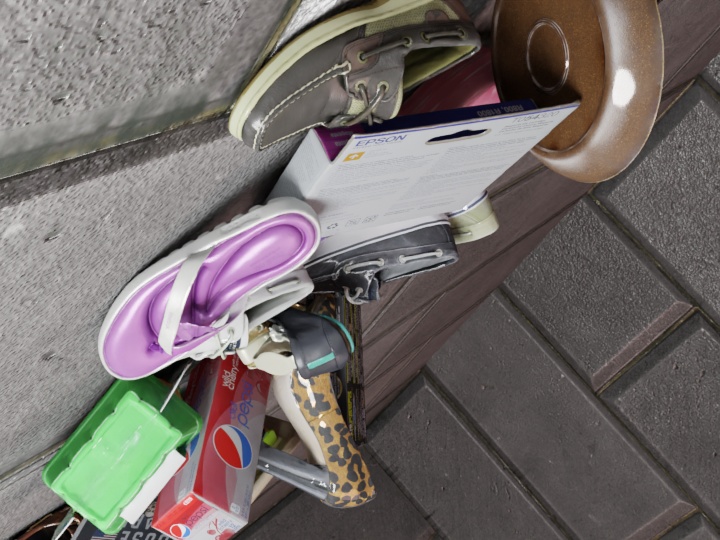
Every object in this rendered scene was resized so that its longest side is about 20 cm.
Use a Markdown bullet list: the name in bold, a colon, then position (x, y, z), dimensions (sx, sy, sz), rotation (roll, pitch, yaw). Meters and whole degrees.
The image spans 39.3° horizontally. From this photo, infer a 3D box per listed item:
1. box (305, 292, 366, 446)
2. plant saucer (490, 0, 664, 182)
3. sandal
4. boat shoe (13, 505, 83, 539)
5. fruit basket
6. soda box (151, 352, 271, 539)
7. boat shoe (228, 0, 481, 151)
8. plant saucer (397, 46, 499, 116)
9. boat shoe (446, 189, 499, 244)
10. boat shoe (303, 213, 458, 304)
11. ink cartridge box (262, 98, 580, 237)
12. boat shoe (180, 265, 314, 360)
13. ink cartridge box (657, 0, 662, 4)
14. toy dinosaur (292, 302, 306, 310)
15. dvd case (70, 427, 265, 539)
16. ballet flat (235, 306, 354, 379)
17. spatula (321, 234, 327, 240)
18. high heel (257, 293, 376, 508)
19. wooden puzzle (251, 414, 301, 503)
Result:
- **box**: position (-0.027, 0.098, 1.134), dimensions (0.044, 0.203, 0.160), rotation (-4, 173, 7)
- **plant saucer**: position (0.153, -0.166, 0.773), dimensions (0.032, 0.202, 0.201), rotation (-12, 157, -22)
- **sandal**: position (-0.114, 0.020, 0.742), dimensions (0.202, 0.050, 0.082), rotation (-39, 131, 10)
- **boat shoe**: position (-0.328, 0.302, 1.103), dimensions (0.199, 0.071, 0.070), rotation (-31, 169, -48)
- **fruit basket**: position (-0.210, 0.163, 0.935), dimensions (0.186, 0.093, 0.200), rotation (-51, 180, -6)
- **soda box**: position (-0.137, 0.161, 0.957), dimensions (0.070, 0.063, 0.201), rotation (-42, -154, 29)
- **boat shoe**: position (0.005, -0.130, 0.660), dimensions (0.200, 0.066, 0.072), rotation (-37, 169, -29)
- **plant saucer**: position (0.081, -0.139, 0.955), dimensions (0.200, 0.051, 0.201), rotation (-42, 170, -9)
- **boat shoe**: position (0.068, -0.047, 1.079), dimensions (0.072, 0.063, 0.199), rotation (-36, -169, -31)
- **boat shoe**: position (0.000, 0.000, 0.997), dimensions (0.197, 0.069, 0.072), rotation (-19, 165, -1)
- **ink cartridge box**: position (0.038, -0.087, 0.783), dimensions (0.194, 0.044, 0.200), rotation (-12, 164, -27)
- **boat shoe**: position (-0.120, 0.039, 0.859), dimensions (0.199, 0.067, 0.074), rotation (-38, 168, -28)
- **ink cartridge box**: position (0.267, -0.305, 0.905), dimensions (0.200, 0.083, 0.147), rotation (-45, 170, 6)
- **toy dinosaur**: position (-0.110, 0.094, 1.195), dimensions (0.105, 0.061, 0.201), rotation (3, 132, -42)
- **dvd case**: position (-0.194, 0.227, 0.994), dimensions (0.201, 0.148, 0.025), rotation (-66, 146, -47)
- **ballet flat**: position (-0.080, 0.063, 0.944), dimensions (0.073, 0.074, 0.199), rotation (-38, -157, -20)
- **spatula**: position (-0.116, 0.004, 0.822), dimensions (0.199, 0.056, 0.021), rotation (-29, 133, -30)
- **high heel**: position (-0.024, 0.134, 1.031), dimensions (0.071, 0.141, 0.202), rotation (-27, -141, 63)
- **wooden puzzle**: position (-0.175, 0.207, 1.060), dimensions (0.198, 0.038, 0.185), rotation (6, -138, 39)
